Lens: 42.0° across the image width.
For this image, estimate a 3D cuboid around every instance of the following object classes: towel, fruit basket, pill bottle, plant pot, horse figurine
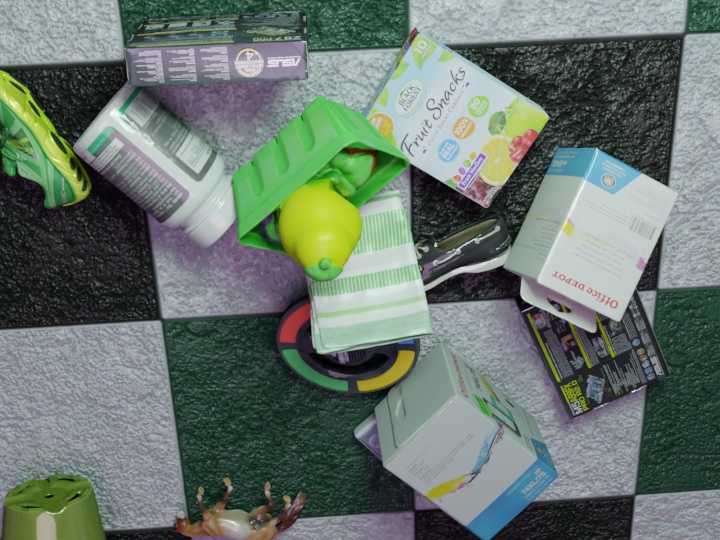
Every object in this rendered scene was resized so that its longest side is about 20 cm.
[{"bbox_3d":[0.000,0.000,1.201,0.151,0.202,0.023,-11,158,1],"label":"towel"},{"bbox_3d":[-0.043,-0.073,1.100,0.216,0.216,0.155,-52,150,18],"label":"fruit basket"},{"bbox_3d":[-0.240,-0.125,1.151,0.200,0.113,0.113,42,106,-19],"label":"pill bottle"},{"bbox_3d":[-0.441,0.405,1.354,0.197,0.200,0.193,-2,101,-3],"label":"plant pot"},{"bbox_3d":[-0.178,0.368,1.409,0.197,0.050,0.134,7,126,-14],"label":"horse figurine"}]

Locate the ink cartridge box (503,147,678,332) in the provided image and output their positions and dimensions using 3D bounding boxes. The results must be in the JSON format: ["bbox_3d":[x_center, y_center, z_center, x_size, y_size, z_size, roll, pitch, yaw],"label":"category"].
[{"bbox_3d":[0.282,-0.037,1.191,0.127,0.125,0.202,25,93,-14],"label":"ink cartridge box"}]

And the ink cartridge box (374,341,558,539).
[{"bbox_3d":[0.141,0.235,1.298,0.199,0.147,0.146,38,107,-19],"label":"ink cartridge box"}]

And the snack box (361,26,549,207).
[{"bbox_3d":[0.115,-0.189,1.179,0.199,0.053,0.143,29,109,-15],"label":"snack box"}]

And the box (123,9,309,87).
[{"bbox_3d":[-0.157,-0.256,1.072,0.197,0.162,0.050,-3,115,-3],"label":"box"}]

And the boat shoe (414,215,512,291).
[{"bbox_3d":[0.104,-0.019,1.245,0.198,0.074,0.061,-17,114,1],"label":"boat shoe"}]

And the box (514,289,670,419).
[{"bbox_3d":[0.329,0.094,1.328,0.159,0.044,0.201,-26,113,8],"label":"box"}]

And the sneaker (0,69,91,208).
[{"bbox_3d":[-0.414,-0.158,1.146,0.083,0.074,0.201,-29,113,5],"label":"sneaker"}]

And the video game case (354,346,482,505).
[{"bbox_3d":[0.122,0.234,1.387,0.200,0.023,0.182,-42,110,14],"label":"video game case"}]

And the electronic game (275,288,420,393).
[{"bbox_3d":[-0.017,0.099,1.277,0.197,0.042,0.201,4,134,4],"label":"electronic game"}]
